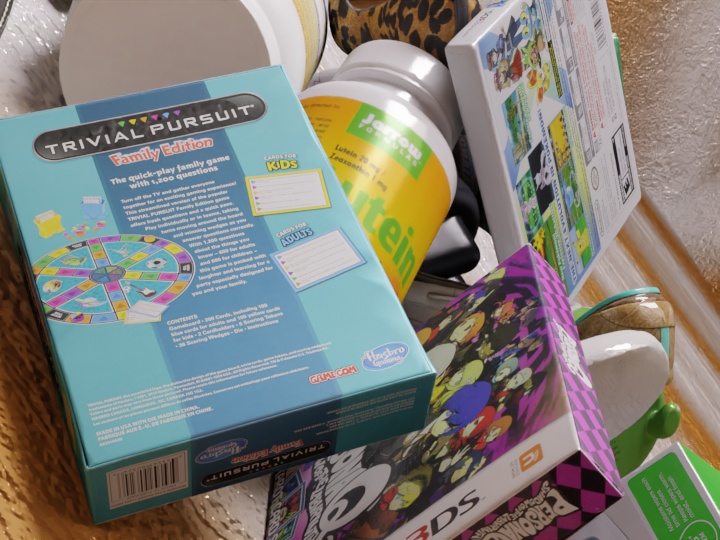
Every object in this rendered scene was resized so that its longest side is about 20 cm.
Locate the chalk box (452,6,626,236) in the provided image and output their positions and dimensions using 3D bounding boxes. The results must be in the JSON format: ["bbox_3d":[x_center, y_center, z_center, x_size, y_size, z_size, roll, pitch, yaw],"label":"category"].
[{"bbox_3d":[0.117,-0.112,0.986,0.200,0.123,0.125,39,-37,57],"label":"chalk box"}]

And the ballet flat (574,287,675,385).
[{"bbox_3d":[0.138,0.072,0.860,0.067,0.200,0.073,-3,74,-28],"label":"ballet flat"}]

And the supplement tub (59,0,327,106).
[{"bbox_3d":[-0.099,-0.142,0.829,0.145,0.144,0.200,48,17,-12],"label":"supplement tub"}]

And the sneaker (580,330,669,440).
[{"bbox_3d":[0.070,0.070,0.753,0.089,0.199,0.075,-109,173,-49],"label":"sneaker"}]

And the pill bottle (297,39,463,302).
[{"bbox_3d":[-0.013,-0.034,0.743,0.111,0.111,0.201,45,52,-23],"label":"pill bottle"}]

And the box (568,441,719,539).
[{"bbox_3d":[0.170,0.210,0.771,0.200,0.176,0.097,32,26,-48],"label":"box"}]

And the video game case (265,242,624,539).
[{"bbox_3d":[0.029,0.090,0.632,0.036,0.181,0.200,46,18,-18],"label":"video game case"}]

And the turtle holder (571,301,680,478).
[{"bbox_3d":[0.174,0.105,1.072,0.185,0.141,0.132,33,6,-27],"label":"turtle holder"}]

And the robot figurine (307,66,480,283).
[{"bbox_3d":[0.010,-0.056,0.963,0.125,0.150,0.200,17,34,-50],"label":"robot figurine"}]

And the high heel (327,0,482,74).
[{"bbox_3d":[0.030,-0.182,0.852,0.143,0.071,0.201,105,-28,-51],"label":"high heel"}]

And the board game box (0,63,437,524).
[{"bbox_3d":[-0.074,0.001,0.610,0.047,0.150,0.201,98,-27,-50],"label":"board game box"}]

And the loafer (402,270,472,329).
[{"bbox_3d":[0.000,0.000,0.834,0.199,0.070,0.070,27,14,15],"label":"loafer"}]

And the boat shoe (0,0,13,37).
[{"bbox_3d":[-0.211,-0.198,0.733,0.072,0.066,0.202,34,37,-42],"label":"boat shoe"}]

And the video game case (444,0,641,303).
[{"bbox_3d":[0.121,-0.086,0.833,0.182,0.022,0.201,-48,131,-44],"label":"video game case"}]
